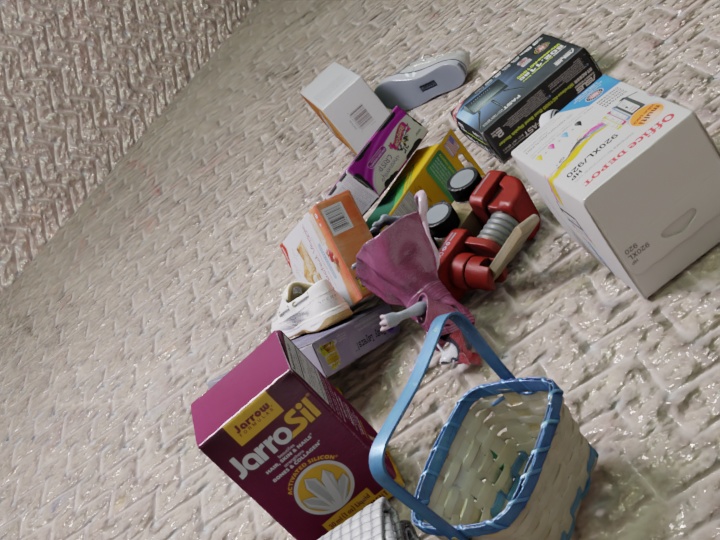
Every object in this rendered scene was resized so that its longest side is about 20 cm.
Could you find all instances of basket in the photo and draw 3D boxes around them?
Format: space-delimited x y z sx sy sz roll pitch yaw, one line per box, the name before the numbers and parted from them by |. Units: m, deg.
basket | 0.103 0.159 0.899 0.139 0.200 0.177 -13 35 46

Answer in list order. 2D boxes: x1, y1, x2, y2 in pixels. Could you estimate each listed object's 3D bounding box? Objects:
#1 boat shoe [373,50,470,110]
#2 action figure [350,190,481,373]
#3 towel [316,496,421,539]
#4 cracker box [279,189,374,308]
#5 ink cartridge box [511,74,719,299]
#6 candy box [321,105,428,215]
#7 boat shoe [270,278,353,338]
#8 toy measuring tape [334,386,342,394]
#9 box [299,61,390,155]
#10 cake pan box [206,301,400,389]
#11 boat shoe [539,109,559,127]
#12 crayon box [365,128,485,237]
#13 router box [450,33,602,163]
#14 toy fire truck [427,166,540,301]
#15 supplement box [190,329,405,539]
boat shoe | 0.117 -0.363 1.914 0.201 0.075 0.086 -16 35 40
action figure | 0.081 0.033 1.216 0.149 0.200 0.134 -40 -19 -8
towel | -0.012 0.326 0.946 0.165 0.086 0.200 -34 23 13
cracker box | -0.036 -0.010 1.383 0.058 0.134 0.200 -25 -6 -21
ink cartridge box | 0.289 -0.097 1.123 0.147 0.145 0.200 -39 25 3
candy box | 0.005 -0.126 1.460 0.137 0.061 0.200 -54 5 -28
boat shoe | -0.073 0.046 1.369 0.071 0.070 0.200 -25 1 -28
toy measuring tape | -0.104 0.199 1.312 0.200 0.074 0.074 -29 27 26
box | -0.024 -0.308 1.968 0.097 0.124 0.200 -41 23 1
cake pan box | -0.074 0.112 1.339 0.199 0.053 0.184 -23 0 34
boat shoe | 0.281 -0.157 1.327 0.068 0.072 0.200 -34 28 21
crayon box | 0.095 -0.078 1.405 0.051 0.126 0.200 -8 40 51
router box | 0.246 -0.265 1.569 0.200 0.062 0.150 -41 25 2
toy fire truck | 0.166 -0.047 1.277 0.200 0.129 0.176 11 55 46
supplement box | -0.067 0.187 1.113 0.131 0.200 0.103 -41 24 4
